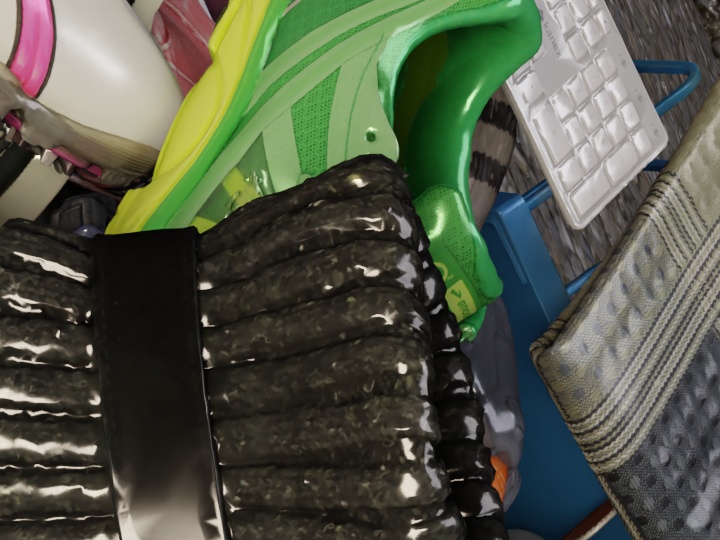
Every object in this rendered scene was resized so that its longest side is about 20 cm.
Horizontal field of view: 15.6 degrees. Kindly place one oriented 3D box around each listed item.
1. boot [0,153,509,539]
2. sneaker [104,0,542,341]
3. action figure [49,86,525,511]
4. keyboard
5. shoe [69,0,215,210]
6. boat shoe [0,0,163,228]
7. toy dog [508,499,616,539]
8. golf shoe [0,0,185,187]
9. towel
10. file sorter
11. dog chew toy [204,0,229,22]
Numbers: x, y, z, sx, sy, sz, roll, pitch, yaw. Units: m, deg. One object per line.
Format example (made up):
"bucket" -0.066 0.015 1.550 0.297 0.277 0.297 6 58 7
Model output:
"boot" -0.065 -0.003 0.551 0.079 0.157 0.212 -7 76 -75
"sneaker" -0.013 0.004 0.623 0.201 0.083 0.074 -69 154 -16
"action figure" 0.000 0.000 0.733 0.200 0.104 0.195 41 41 -54
"keyboard" 0.033 -0.110 0.743 0.056 0.011 0.201 -45 113 -48
"shoe" -0.057 -0.029 0.808 0.201 0.071 0.091 59 18 -14
"boat shoe" -0.073 -0.108 0.715 0.066 0.200 0.074 33 -14 -16
"toy dog" 0.076 0.134 0.966 0.200 0.096 0.133 -81 166 -59
"golf shoe" -0.100 -0.107 0.615 0.200 0.092 0.073 49 -1 -20
"towel" 0.150 0.041 0.991 0.193 0.034 0.200 56 49 -22
"file sorter" 0.102 0.027 1.071 0.139 0.122 0.201 9 -51 60
"dog chew toy" -0.031 -0.134 0.891 0.200 0.124 0.125 56 16 -72
